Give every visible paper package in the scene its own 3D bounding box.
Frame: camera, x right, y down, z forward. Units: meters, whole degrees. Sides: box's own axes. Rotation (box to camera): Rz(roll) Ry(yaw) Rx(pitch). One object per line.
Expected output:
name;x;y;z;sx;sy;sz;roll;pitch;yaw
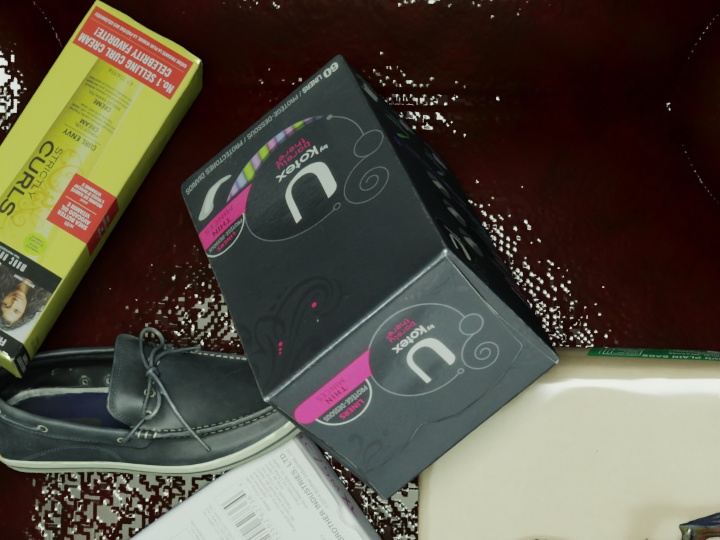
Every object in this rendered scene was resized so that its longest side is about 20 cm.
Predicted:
paper package;0.130;0.137;1.330;0.199;0.103;0.191;2;95;9

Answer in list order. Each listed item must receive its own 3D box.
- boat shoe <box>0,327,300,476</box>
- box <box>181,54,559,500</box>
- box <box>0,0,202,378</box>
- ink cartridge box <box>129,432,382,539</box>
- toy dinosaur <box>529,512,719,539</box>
boat shoe;-0.120;0.072;1.373;0.199;0.075;0.062;-4;135;12
box;0.000;0.000;1.281;0.122;0.200;0.106;-40;127;10
box;-0.167;-0.045;1.354;0.075;0.050;0.200;31;76;4
ink cartridge box;-0.082;0.191;1.398;0.200;0.042;0.120;-35;89;8
toy dinosaur;0.184;0.218;1.240;0.200;0.105;0.182;-5;98;48
